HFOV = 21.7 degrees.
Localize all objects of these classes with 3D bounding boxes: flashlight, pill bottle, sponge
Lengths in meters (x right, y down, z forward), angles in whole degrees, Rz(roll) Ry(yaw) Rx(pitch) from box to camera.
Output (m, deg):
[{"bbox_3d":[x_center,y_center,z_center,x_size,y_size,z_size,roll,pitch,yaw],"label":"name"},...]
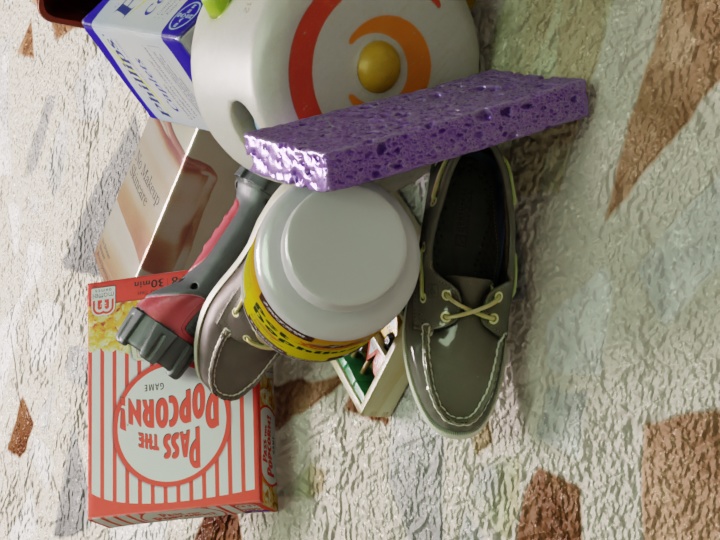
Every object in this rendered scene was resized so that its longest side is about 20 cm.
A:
[{"bbox_3d":[-0.116,-0.012,1.503,0.201,0.068,0.068,-58,2,-6],"label":"flashlight"},{"bbox_3d":[-0.021,-0.001,1.260,0.200,0.109,0.110,128,145,-78],"label":"pill bottle"},{"bbox_3d":[0.036,-0.093,1.222,0.111,0.199,0.030,19,121,59],"label":"sponge"}]

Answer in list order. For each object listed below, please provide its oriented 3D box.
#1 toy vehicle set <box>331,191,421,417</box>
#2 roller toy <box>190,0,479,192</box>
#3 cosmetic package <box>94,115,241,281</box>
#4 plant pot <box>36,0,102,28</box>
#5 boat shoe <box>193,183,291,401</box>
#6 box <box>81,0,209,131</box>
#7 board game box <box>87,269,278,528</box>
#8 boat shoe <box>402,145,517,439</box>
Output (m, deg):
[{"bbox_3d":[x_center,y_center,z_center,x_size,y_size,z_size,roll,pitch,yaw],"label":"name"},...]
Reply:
[{"bbox_3d":[0.000,0.000,1.420,0.125,0.026,0.200,-64,35,27],"label":"toy vehicle set"},{"bbox_3d":[-0.013,-0.146,1.330,0.140,0.199,0.184,16,107,59],"label":"roller toy"},{"bbox_3d":[-0.150,-0.060,1.623,0.201,0.087,0.104,-65,33,25],"label":"cosmetic package"},{"bbox_3d":[-0.183,-0.299,1.655,0.176,0.199,0.201,-160,80,-71],"label":"plant pot"},{"bbox_3d":[-0.068,0.024,1.435,0.201,0.072,0.060,-60,34,23],"label":"boat shoe"},{"bbox_3d":[-0.094,-0.210,1.473,0.184,0.105,0.200,-47,28,-15],"label":"box"},{"bbox_3d":[-0.146,0.102,1.538,0.151,0.046,0.201,-8,72,15],"label":"board game box"},{"bbox_3d":[0.068,0.009,1.251,0.060,0.072,0.203,114,160,-76],"label":"boat shoe"}]
